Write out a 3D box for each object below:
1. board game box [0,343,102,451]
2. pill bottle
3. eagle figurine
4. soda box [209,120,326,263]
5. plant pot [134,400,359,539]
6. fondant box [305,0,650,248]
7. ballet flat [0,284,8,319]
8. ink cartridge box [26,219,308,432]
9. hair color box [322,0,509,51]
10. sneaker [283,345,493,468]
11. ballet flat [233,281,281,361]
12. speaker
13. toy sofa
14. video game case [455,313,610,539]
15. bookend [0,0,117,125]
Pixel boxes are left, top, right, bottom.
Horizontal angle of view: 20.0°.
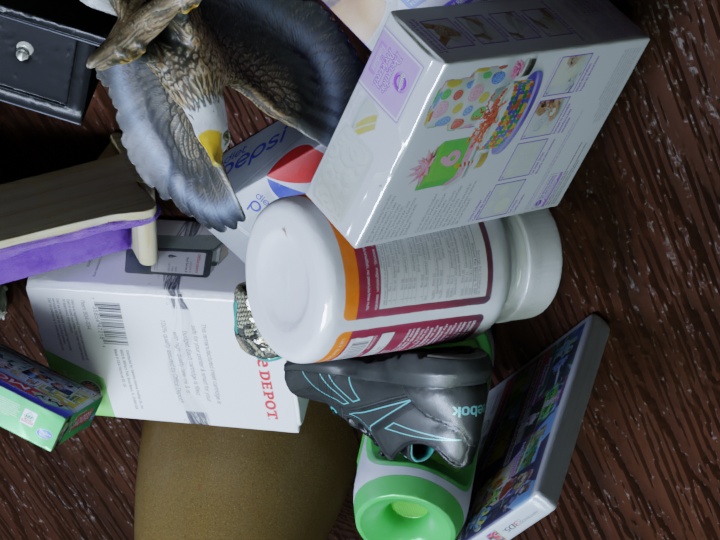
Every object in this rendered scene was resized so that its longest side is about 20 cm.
[{"bbox_3d":[-0.296,0.068,1.504,0.199,0.135,0.029,27,94,2],"label":"board game box"},{"bbox_3d":[0.031,-0.003,1.367,0.198,0.110,0.110,-6,146,-34],"label":"pill bottle"},{"bbox_3d":[-0.098,-0.123,1.290,0.150,0.152,0.200,10,167,23],"label":"eagle figurine"},{"bbox_3d":[-0.022,-0.078,1.431,0.199,0.069,0.063,-27,122,35],"label":"soda box"},{"bbox_3d":[-0.110,0.211,1.642,0.184,0.201,0.188,8,136,8],"label":"plant pot"},{"bbox_3d":[0.076,-0.098,1.292,0.058,0.199,0.145,46,128,27],"label":"fondant box"},{"bbox_3d":[-0.319,-0.018,1.567,0.075,0.064,0.201,0,133,18],"label":"ballet flat"},{"bbox_3d":[-0.139,0.041,1.564,0.198,0.084,0.146,4,135,11],"label":"ink cartridge box"},{"bbox_3d":[-0.001,-0.230,1.282,0.109,0.065,0.200,-28,120,35],"label":"hair color box"},{"bbox_3d":[0.013,0.092,1.414,0.075,0.080,0.199,-7,-176,-37],"label":"sneaker"},{"bbox_3d":[0.000,0.000,1.452,0.198,0.068,0.076,-21,126,-17],"label":"ballet flat"},{"bbox_3d":[0.048,0.112,1.503,0.087,0.201,0.089,7,135,7],"label":"speaker"},{"bbox_3d":[-0.242,-0.020,1.458,0.198,0.098,0.083,-16,134,-20],"label":"toy sofa"},{"bbox_3d":[0.103,0.143,1.521,0.023,0.201,0.182,39,131,-12],"label":"video game case"},{"bbox_3d":[-0.264,-0.143,1.411,0.197,0.093,0.201,17,136,-3],"label":"bookend"}]
